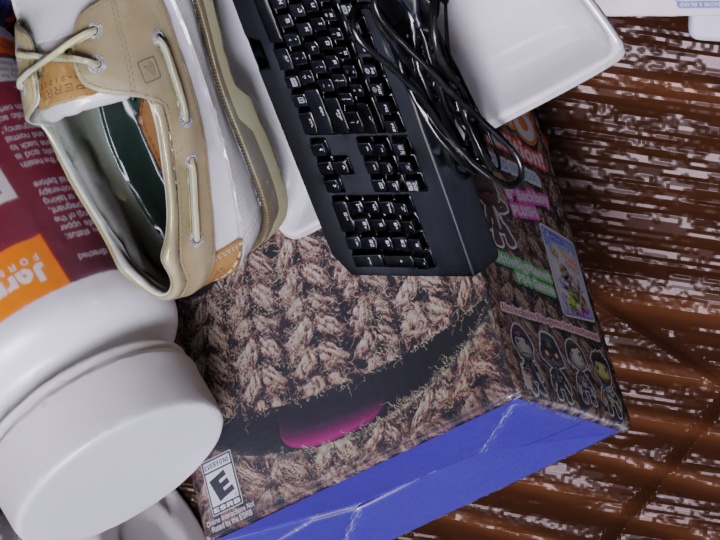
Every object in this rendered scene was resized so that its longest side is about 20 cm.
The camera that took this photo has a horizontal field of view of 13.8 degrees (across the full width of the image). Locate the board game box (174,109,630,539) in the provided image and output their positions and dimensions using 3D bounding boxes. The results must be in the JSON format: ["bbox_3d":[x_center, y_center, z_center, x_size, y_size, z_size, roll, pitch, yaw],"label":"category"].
[{"bbox_3d":[0.000,0.000,1.260,0.159,0.201,0.097,-27,155,26],"label":"board game box"}]

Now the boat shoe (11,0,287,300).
[{"bbox_3d":[-0.097,-0.083,1.161,0.074,0.068,0.201,-15,111,41],"label":"boat shoe"}]

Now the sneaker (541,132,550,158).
[{"bbox_3d":[0.024,0.011,1.361,0.200,0.076,0.092,-48,142,18],"label":"sneaker"}]

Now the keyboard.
[{"bbox_3d":[-0.007,-0.080,1.125,0.104,0.040,0.201,-3,120,36],"label":"keyboard"}]

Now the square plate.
[{"bbox_3d":[-0.019,-0.128,1.145,0.198,0.028,0.200,-28,103,43],"label":"square plate"}]

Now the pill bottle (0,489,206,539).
[{"bbox_3d":[-0.178,0.177,1.474,0.199,0.114,0.114,-24,116,24],"label":"pill bottle"}]

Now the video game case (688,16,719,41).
[{"bbox_3d":[0.236,-0.171,1.216,0.198,0.023,0.183,4,124,8],"label":"video game case"}]

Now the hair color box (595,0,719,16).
[{"bbox_3d":[0.136,-0.200,1.162,0.108,0.065,0.201,0,121,6],"label":"hair color box"}]

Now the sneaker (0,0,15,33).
[{"bbox_3d":[-0.150,-0.146,1.278,0.078,0.076,0.201,10,127,0],"label":"sneaker"}]

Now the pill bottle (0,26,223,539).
[{"bbox_3d":[-0.146,0.005,1.225,0.114,0.114,0.201,-49,64,33],"label":"pill bottle"}]
